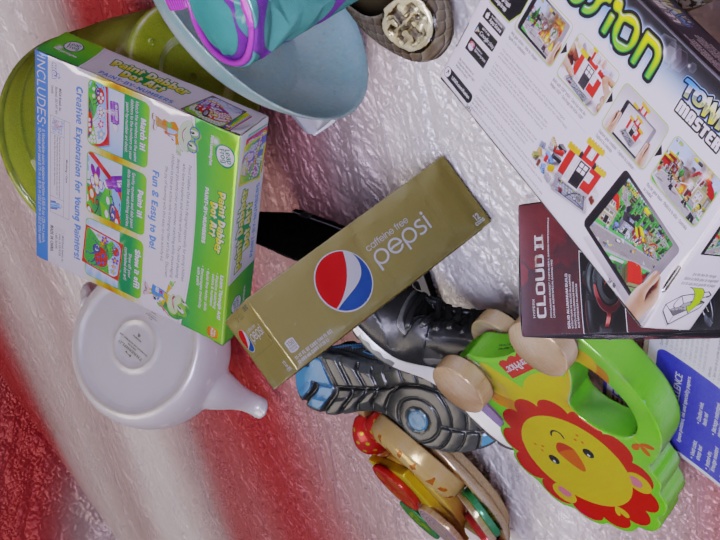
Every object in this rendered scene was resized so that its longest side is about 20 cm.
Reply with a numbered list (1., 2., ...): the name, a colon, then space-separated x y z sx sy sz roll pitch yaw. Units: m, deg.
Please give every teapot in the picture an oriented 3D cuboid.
1. teapot: -0.227 0.088 1.633 0.146 0.195 0.203 17 -120 -68

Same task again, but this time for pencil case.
1. pencil case: -0.014 -0.199 0.816 0.092 0.199 0.086 28 146 46

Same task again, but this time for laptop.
1. laptop: -0.035 0.018 1.237 0.186 0.116 0.202 22 141 49

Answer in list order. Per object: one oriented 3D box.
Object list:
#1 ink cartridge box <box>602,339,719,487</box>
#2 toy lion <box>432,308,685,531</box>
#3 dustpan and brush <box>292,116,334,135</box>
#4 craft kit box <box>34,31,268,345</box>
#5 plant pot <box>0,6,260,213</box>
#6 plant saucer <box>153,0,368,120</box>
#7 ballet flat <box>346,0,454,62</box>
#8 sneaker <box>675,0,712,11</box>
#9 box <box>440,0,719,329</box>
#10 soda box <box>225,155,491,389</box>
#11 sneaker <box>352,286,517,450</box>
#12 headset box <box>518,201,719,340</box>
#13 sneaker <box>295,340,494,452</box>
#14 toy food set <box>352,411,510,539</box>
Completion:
1. ink cartridge box: 0.245 0.070 0.900 0.200 0.047 0.199 40 153 32
2. toy lion: 0.156 0.104 0.993 0.192 0.069 0.200 45 154 -3
3. dustpan and brush: -0.037 -0.194 1.056 0.140 0.057 0.200 52 162 0
4. craft kit box: -0.173 -0.064 1.137 0.196 0.048 0.202 26 129 21
5. plant pot: -0.187 -0.141 1.239 0.192 0.200 0.202 -18 108 52
6. plant saucer: -0.078 -0.172 0.916 0.039 0.201 0.202 -36 91 32
7. ballet flat: -0.012 -0.220 0.948 0.067 0.046 0.201 -39 84 29
8. sneaker: 0.166 -0.165 0.676 0.077 0.088 0.200 54 156 -2
9. box: 0.119 -0.079 0.680 0.111 0.034 0.201 -60 43 30
10. soda box: 0.000 0.000 1.049 0.064 0.199 0.068 52 155 1
11. sneaker: 0.082 0.049 1.109 0.199 0.076 0.088 34 134 -4
12. headset box: 0.187 -0.003 0.735 0.199 0.147 0.076 -6 84 53
13. sneaker: 0.043 0.097 1.234 0.198 0.082 0.074 16 113 28
14. toy food set: 0.065 0.197 1.331 0.198 0.049 0.200 50 164 -18
